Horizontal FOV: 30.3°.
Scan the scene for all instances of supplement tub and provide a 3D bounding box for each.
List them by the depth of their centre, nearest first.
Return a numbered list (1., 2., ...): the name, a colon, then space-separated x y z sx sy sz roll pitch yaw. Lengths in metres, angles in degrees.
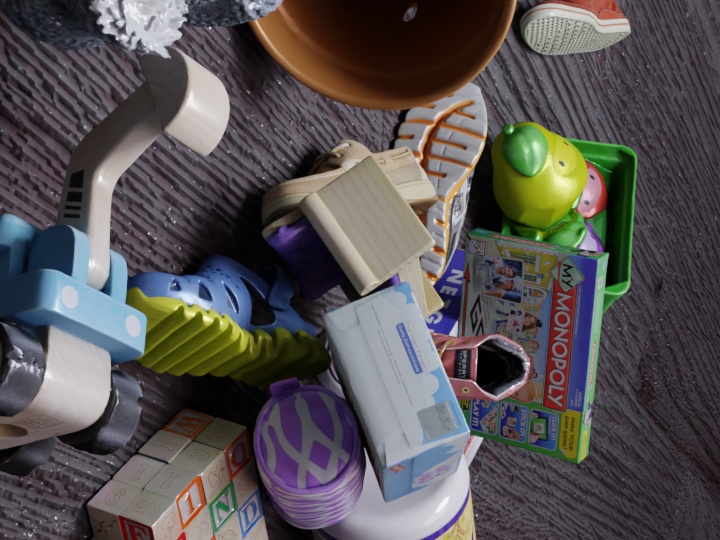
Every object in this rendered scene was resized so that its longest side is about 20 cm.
1. supplement tub: 0.033 0.248 1.192 0.145 0.145 0.201 -49 141 -42

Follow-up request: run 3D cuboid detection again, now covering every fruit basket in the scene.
1. fruit basket: 0.205 -0.071 1.359 0.216 0.154 0.217 8 90 -85

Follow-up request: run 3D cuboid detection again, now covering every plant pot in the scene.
1. plant pot: 0.023 -0.236 0.946 0.140 0.199 0.201 -67 155 -53

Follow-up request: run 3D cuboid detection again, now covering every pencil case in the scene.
1. pencil case: -0.038 0.144 1.017 0.200 0.083 0.086 97 -21 -72

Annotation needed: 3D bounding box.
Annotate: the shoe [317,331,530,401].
1. shoe: 0.058 0.079 1.169 0.199 0.091 0.072 10 77 -42

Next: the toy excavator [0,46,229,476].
1. toy excavator: -0.161 -0.008 0.718 0.100 0.194 0.201 30 51 -50

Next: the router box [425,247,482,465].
1. router box: 0.089 0.110 1.339 0.200 0.049 0.180 -57 146 -34

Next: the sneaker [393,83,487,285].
1. sneaker: 0.066 -0.075 1.207 0.077 0.078 0.201 25 83 -75

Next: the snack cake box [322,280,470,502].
1. snack cake box: 0.026 0.096 0.981 0.200 0.067 0.116 85 -17 -74

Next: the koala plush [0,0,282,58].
1. koala plush: -0.125 -0.182 0.703 0.200 0.176 0.185 -53 154 -44

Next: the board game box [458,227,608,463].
1. board game box: 0.157 0.070 1.254 0.029 0.134 0.201 -24 121 -56

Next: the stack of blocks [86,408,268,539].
1. stack of blocks: -0.149 0.204 0.928 0.200 0.058 0.116 -46 139 -44

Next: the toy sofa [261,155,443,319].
1. toy sofa: 0.000 0.000 1.001 0.097 0.083 0.200 -34 165 -4

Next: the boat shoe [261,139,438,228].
1. boat shoe: -0.015 -0.067 1.068 0.200 0.071 0.065 -9 74 -55

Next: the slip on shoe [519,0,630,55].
1. slip on shoe: 0.226 -0.273 1.430 0.200 0.074 0.062 -13 78 -53

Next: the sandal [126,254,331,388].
1. sandal: -0.102 0.028 0.945 0.200 0.079 0.088 22 50 -56
